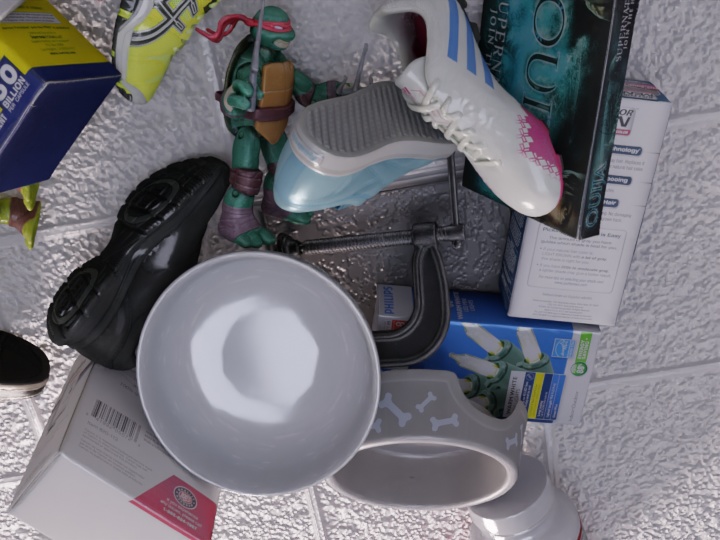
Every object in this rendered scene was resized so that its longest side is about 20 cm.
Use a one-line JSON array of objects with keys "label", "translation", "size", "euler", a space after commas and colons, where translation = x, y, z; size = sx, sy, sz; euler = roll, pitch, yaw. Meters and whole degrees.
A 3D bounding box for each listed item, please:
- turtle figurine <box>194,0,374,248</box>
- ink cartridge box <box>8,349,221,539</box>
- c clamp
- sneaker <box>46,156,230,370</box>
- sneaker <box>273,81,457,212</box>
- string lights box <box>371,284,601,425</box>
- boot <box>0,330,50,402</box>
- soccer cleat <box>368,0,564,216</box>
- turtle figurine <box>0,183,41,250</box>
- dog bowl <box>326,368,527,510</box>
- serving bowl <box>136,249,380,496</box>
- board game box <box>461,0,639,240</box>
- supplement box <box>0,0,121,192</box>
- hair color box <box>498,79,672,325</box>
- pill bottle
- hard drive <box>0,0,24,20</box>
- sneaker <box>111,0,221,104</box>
[{"label": "turtle figurine", "translation": [-0.064, -0.126, 0.755], "size": [0.148, 0.100, 0.203], "euler": [-17, 128, -40]}, {"label": "ink cartridge box", "translation": [-0.191, 0.149, 0.829], "size": [0.146, 0.201, 0.083], "euler": [37, 114, -19]}, {"label": "c clamp", "translation": [0.000, 0.000, 0.827], "size": [0.197, 0.027, 0.174], "euler": [-11, 85, 13]}, {"label": "sneaker", "translation": [-0.170, -0.007, 0.805], "size": [0.201, 0.076, 0.091], "euler": [-51, 129, -6]}, {"label": "sneaker", "translation": [0.003, -0.090, 0.745], "size": [0.074, 0.199, 0.082], "euler": [53, 129, 19]}, {"label": "string lights box", "translation": [0.107, 0.077, 0.881], "size": [0.196, 0.059, 0.104], "euler": [4, 118, -3]}, {"label": "boot", "translation": [-0.388, 0.130, 0.884], "size": [0.197, 0.074, 0.152], "euler": [2, 126, -18]}, {"label": "soccer cleat", "translation": [0.073, -0.121, 0.721], "size": [0.202, 0.086, 0.070], "euler": [61, 143, 13]}, {"label": "turtle figurine", "translation": [-0.347, -0.061, 0.793], "size": [0.158, 0.065, 0.202], "euler": [9, 124, -12]}, {"label": "dog bowl", "translation": [0.053, 0.159, 0.867], "size": [0.196, 0.059, 0.201], "euler": [2, 148, 1]}, {"label": "serving bowl", "translation": [-0.079, 0.078, 0.791], "size": [0.196, 0.066, 0.204], "euler": [1, 102, 5]}, {"label": "board game box", "translation": [0.139, -0.140, 0.728], "size": [0.028, 0.135, 0.203], "euler": [-12, 118, -33]}, {"label": "supplement box", "translation": [-0.291, -0.163, 0.683], "size": [0.200, 0.110, 0.109], "euler": [43, 110, 1]}, {"label": "hair color box", "translation": [0.183, -0.058, 0.814], "size": [0.098, 0.061, 0.203], "euler": [5, 117, -4]}, {"label": "pill bottle", "translation": [0.174, 0.286, 0.960], "size": [0.111, 0.113, 0.202], "euler": [-20, 116, 8]}, {"label": "hard drive", "translation": [-0.268, -0.230, 0.632], "size": [0.026, 0.201, 0.132], "euler": [-38, 113, 17]}, {"label": "sneaker", "translation": [-0.130, -0.211, 0.719], "size": [0.075, 0.076, 0.202], "euler": [21, 116, -12]}]
